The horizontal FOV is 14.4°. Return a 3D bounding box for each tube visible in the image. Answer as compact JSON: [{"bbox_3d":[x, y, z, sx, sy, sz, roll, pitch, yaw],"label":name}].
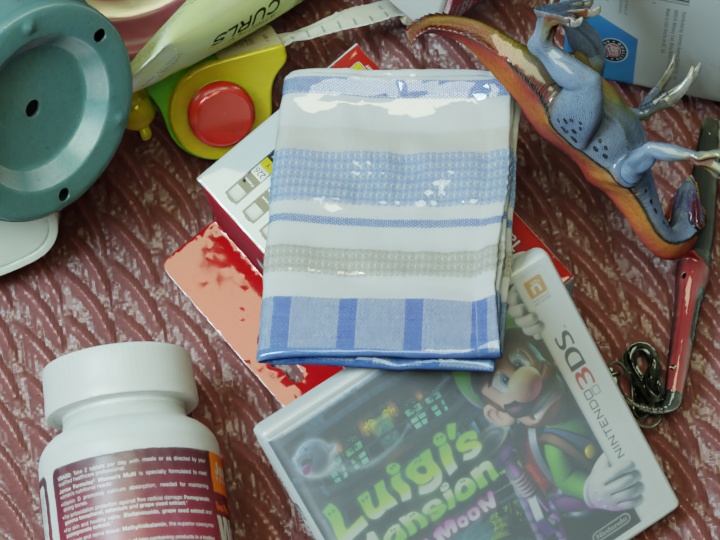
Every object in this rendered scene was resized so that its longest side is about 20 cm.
[{"bbox_3d":[-0.079,-0.161,1.742,0.052,0.058,0.200,22,41,28],"label":"tube"}]

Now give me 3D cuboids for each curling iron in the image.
[{"bbox_3d":[0.192,-0.001,1.733,0.049,0.026,0.201,16,75,6],"label":"curling iron"}]

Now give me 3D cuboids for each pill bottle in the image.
[{"bbox_3d":[-0.131,0.150,1.670,0.109,0.110,0.201,-9,73,2],"label":"pill bottle"}]

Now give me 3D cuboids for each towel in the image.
[{"bbox_3d":[0.018,-0.033,1.647,0.146,0.024,0.201,2,59,6],"label":"towel"}]

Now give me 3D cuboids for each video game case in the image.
[{"bbox_3d":[0.064,0.115,1.654,0.200,0.023,0.182,-32,106,-10],"label":"video game case"}]

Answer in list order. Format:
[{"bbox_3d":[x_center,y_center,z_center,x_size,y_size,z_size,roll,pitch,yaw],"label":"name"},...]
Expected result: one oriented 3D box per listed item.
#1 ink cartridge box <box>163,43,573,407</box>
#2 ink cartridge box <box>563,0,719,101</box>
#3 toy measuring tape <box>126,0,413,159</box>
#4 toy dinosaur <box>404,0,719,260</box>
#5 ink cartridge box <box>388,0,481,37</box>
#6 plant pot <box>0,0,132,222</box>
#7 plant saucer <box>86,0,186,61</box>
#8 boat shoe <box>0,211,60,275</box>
[{"bbox_3d":[0.000,0.000,1.719,0.175,0.084,0.200,-41,75,-8],"label":"ink cartridge box"},{"bbox_3d":[0.229,-0.174,1.714,0.199,0.145,0.084,12,56,8],"label":"ink cartridge box"},{"bbox_3d":[-0.054,-0.114,1.770,0.199,0.074,0.074,-15,72,-7],"label":"toy measuring tape"},{"bbox_3d":[0.142,-0.086,1.679,0.199,0.182,0.105,-3,28,12],"label":"toy dinosaur"},{"bbox_3d":[0.065,-0.261,1.765,0.146,0.085,0.200,41,62,14],"label":"ink cartridge box"},{"bbox_3d":[-0.241,-0.123,1.680,0.188,0.200,0.200,27,75,40],"label":"plant pot"},{"bbox_3d":[-0.152,-0.221,1.817,0.199,0.051,0.201,-1,73,4],"label":"plant saucer"},{"bbox_3d":[-0.281,-0.017,1.770,0.199,0.073,0.062,-17,29,6],"label":"boat shoe"}]
